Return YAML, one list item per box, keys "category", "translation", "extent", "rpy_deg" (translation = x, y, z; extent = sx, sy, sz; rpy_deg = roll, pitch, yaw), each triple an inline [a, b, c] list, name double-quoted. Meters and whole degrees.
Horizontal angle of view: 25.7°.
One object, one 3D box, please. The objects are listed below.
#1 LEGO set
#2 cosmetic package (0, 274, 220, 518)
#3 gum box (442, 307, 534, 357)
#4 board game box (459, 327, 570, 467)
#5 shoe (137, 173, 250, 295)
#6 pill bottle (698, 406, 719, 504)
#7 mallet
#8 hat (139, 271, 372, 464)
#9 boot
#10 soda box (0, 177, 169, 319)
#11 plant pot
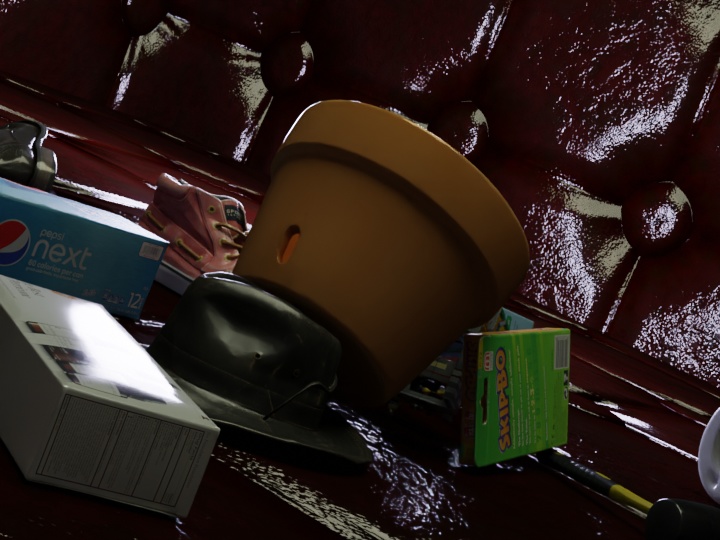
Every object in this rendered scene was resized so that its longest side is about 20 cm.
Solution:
- category: "LEGO set"
  translation: [0.031, 0.070, 1.268]
  extent: [0.199, 0.116, 0.154]
  rpy_deg: [20, -21, 13]
- category: "cosmetic package"
  translation: [-0.145, 0.055, 0.790]
  extent: [0.082, 0.051, 0.200]
  rpy_deg: [21, 5, -29]
- category: "gum box"
  translation: [0.035, 0.035, 1.474]
  extent: [0.169, 0.045, 0.199]
  rpy_deg: [2, -16, 46]
- category: "board game box"
  translation: [0.119, 0.095, 1.219]
  extent: [0.030, 0.096, 0.200]
  rpy_deg: [2, 0, 24]
- category: "shoe"
  translation: [-0.118, -0.014, 1.384]
  extent: [0.199, 0.092, 0.071]
  rpy_deg: [26, 6, 29]
- category: "pill bottle"
  translation: [0.435, 0.197, 1.528]
  extent: [0.199, 0.114, 0.113]
  rpy_deg: [21, 5, -28]
- category: "mallet"
  translation: [0.195, 0.171, 1.213]
  extent: [0.066, 0.041, 0.199]
  rpy_deg: [16, 4, -41]
- category: "hat"
  translation: [-0.071, 0.049, 0.997]
  extent: [0.199, 0.081, 0.201]
  rpy_deg: [23, 6, -3]
- category: "boot"
  translation: [-0.391, -0.132, 1.533]
  extent: [0.173, 0.070, 0.200]
  rpy_deg: [21, 7, -27]
- category: "soda box"
  translation: [-0.237, -0.023, 1.115]
  extent: [0.068, 0.065, 0.199]
  rpy_deg: [28, 6, 43]
- category: "plant pot"
  translation: [0.000, 0.000, 1.108]
  extent: [0.199, 0.140, 0.200]
  rpy_deg: [29, -25, 15]
